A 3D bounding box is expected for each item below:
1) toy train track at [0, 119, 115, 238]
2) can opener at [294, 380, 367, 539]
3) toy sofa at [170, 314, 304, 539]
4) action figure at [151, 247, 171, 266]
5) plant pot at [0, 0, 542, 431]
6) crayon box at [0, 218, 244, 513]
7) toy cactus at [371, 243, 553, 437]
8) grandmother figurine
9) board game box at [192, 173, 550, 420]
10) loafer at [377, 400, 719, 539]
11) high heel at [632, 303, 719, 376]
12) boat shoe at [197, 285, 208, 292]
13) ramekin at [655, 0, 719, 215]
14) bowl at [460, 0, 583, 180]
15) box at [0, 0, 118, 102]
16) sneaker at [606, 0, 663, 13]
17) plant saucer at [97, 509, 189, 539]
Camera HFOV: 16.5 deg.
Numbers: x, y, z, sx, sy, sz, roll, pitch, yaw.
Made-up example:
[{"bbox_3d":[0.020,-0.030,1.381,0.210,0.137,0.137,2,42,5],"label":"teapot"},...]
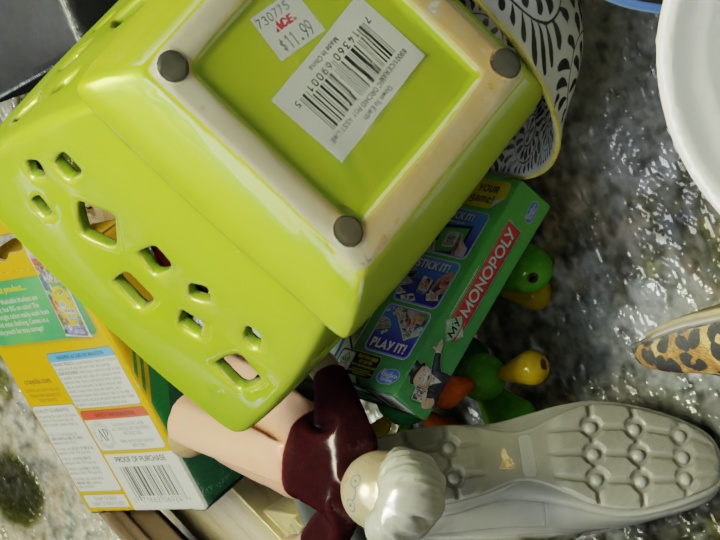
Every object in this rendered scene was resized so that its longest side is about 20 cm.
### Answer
[{"bbox_3d":[-0.190,-0.051,1.591,0.200,0.032,0.115,13,125,47],"label":"toy train track"},{"bbox_3d":[-0.001,0.139,1.426,0.066,0.053,0.200,-11,125,19],"label":"can opener"},{"bbox_3d":[-0.083,0.102,1.531,0.200,0.083,0.098,44,140,20],"label":"toy sofa"},{"bbox_3d":[-0.103,-0.070,1.421,0.200,0.099,0.065,-60,28,15],"label":"action figure"},{"bbox_3d":[-0.042,-0.068,1.204,0.199,0.200,0.181,43,153,-7],"label":"plant pot"},{"bbox_3d":[-0.155,0.045,1.447,0.126,0.052,0.200,-8,116,51],"label":"crayon box"},{"bbox_3d":[0.036,0.044,1.408,0.165,0.102,0.200,50,143,28],"label":"toy cactus"},{"bbox_3d":[-0.028,0.098,1.294,0.200,0.060,0.122,20,119,50],"label":"grandmother figurine"},{"bbox_3d":[0.000,0.000,1.364,0.029,0.135,0.200,39,165,-35],"label":"board game box"},{"bbox_3d":[0.094,0.113,1.339,0.070,0.199,0.070,97,172,-65],"label":"loafer"},{"bbox_3d":[0.233,0.079,1.246,0.200,0.071,0.143,-9,95,34],"label":"high heel"},{"bbox_3d":[-0.074,-0.014,1.488,0.200,0.064,0.071,46,131,18],"label":"boat shoe"},{"bbox_3d":[0.245,-0.099,1.135,0.200,0.098,0.201,14,117,29],"label":"ramekin"},{"bbox_3d":[0.047,-0.150,1.285,0.201,0.094,0.201,34,160,14],"label":"bowl"},{"bbox_3d":[-0.155,-0.219,1.385,0.117,0.196,0.200,-22,92,45],"label":"box"},{"bbox_3d":[0.114,-0.181,1.180,0.078,0.199,0.070,144,142,-67],"label":"sneaker"},{"bbox_3d":[-0.087,0.208,1.543,0.200,0.029,0.200,46,175,6],"label":"plant saucer"}]
